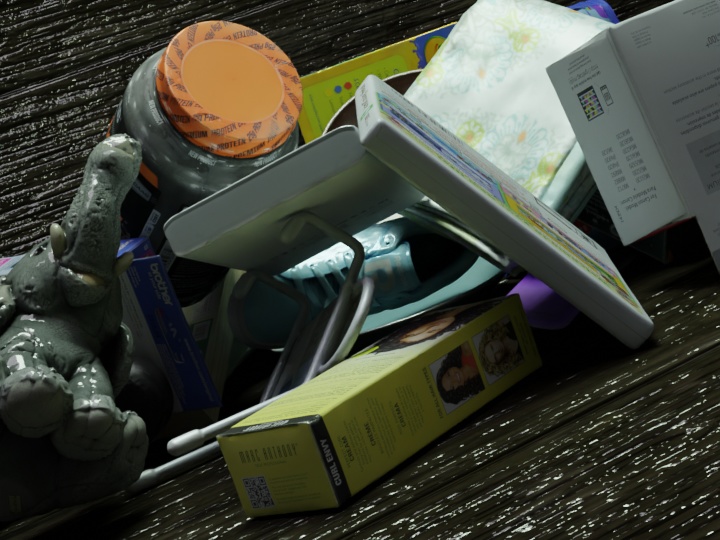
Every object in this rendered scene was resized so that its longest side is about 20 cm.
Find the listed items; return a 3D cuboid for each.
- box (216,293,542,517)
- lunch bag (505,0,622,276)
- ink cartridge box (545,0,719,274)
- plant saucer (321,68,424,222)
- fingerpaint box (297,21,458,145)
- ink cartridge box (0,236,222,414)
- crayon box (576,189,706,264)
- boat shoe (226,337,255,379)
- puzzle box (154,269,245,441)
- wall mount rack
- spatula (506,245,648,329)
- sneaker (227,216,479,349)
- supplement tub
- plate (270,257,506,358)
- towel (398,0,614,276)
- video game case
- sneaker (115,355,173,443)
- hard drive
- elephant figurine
[{"bbox_3d":[0.016,0.071,0.931,0.075,0.050,0.200,-14,10,41],"label":"box"},{"bbox_3d":[0.158,-0.115,1.313,0.150,0.202,0.094,-22,8,-23],"label":"lunch bag"},{"bbox_3d":[0.250,-0.097,1.109,0.199,0.177,0.084,-23,-2,-27],"label":"ink cartridge box"},{"bbox_3d":[0.061,-0.084,1.407,0.199,0.201,0.035,-20,-35,-6],"label":"plant saucer"},{"bbox_3d":[0.043,-0.101,1.507,0.166,0.202,0.073,-19,4,6],"label":"fingerpaint box"},{"bbox_3d":[-0.185,0.043,1.152,0.199,0.120,0.042,-6,23,35],"label":"ink cartridge box"},{"bbox_3d":[0.244,-0.081,1.232,0.199,0.051,0.127,-25,38,-32],"label":"crayon box"},{"bbox_3d":[-0.093,0.026,1.306,0.201,0.070,0.071,-47,11,-20],"label":"boat shoe"},{"bbox_3d":[-0.152,0.044,1.244,0.132,0.025,0.201,-16,44,25],"label":"puzzle box"},{"bbox_3d":[-0.066,0.063,1.030,0.175,0.074,0.200,-66,10,-25],"label":"wall mount rack"},{"bbox_3d":[0.161,0.001,1.152,0.056,0.021,0.199,11,20,33],"label":"spatula"},{"bbox_3d":[0.000,0.000,1.204,0.199,0.074,0.082,-25,6,-26],"label":"sneaker"},{"bbox_3d":[-0.117,-0.070,1.142,0.122,0.123,0.200,-25,-18,-37],"label":"supplement tub"},{"bbox_3d":[0.027,0.033,1.274,0.199,0.026,0.200,-20,7,3],"label":"plate"},{"bbox_3d":[0.105,-0.106,1.192,0.171,0.048,0.201,28,75,36],"label":"towel"},{"bbox_3d":[0.081,-0.041,1.014,0.022,0.199,0.182,-52,10,11],"label":"video game case"},{"bbox_3d":[-0.219,0.130,1.096,0.199,0.076,0.116,-25,14,17],"label":"sneaker"},{"bbox_3d":[-0.035,-0.040,1.075,0.131,0.026,0.200,-27,-10,10],"label":"hard drive"},{"bbox_3d":[-0.188,0.042,1.025,0.154,0.142,0.201,-14,45,11],"label":"elephant figurine"}]
